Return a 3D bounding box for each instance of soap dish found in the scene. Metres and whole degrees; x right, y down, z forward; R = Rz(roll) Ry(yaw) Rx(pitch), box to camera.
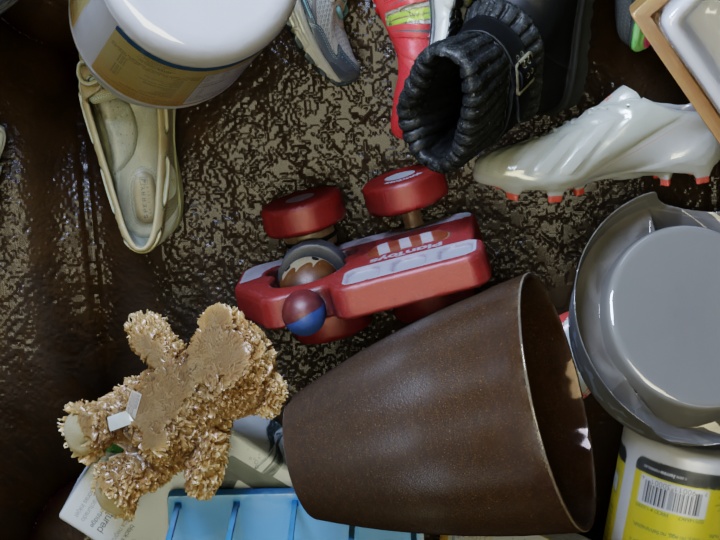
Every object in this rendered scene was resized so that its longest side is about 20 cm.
[{"bbox_3d":[0.302,-0.193,1.417,0.200,0.081,0.158,-42,113,-4],"label":"soap dish"}]

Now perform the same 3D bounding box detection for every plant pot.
[{"bbox_3d":[0.051,0.117,1.422,0.198,0.187,0.189,-14,102,16],"label":"plant pot"}]

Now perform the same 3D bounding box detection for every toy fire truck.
[{"bbox_3d":[0.000,0.000,1.472,0.198,0.168,0.113,-13,102,7],"label":"toy fire truck"}]

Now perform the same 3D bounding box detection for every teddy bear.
[{"bbox_3d":[-0.140,0.105,1.472,0.145,0.067,0.201,44,105,25],"label":"teddy bear"}]

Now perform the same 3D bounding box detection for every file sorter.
[{"bbox_3d":[-0.050,0.251,1.476,0.198,0.123,0.140,-1,105,2],"label":"file sorter"}]

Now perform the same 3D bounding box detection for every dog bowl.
[{"bbox_3d":[0.248,0.041,1.476,0.198,0.059,0.202,4,71,-11],"label":"dog bowl"}]

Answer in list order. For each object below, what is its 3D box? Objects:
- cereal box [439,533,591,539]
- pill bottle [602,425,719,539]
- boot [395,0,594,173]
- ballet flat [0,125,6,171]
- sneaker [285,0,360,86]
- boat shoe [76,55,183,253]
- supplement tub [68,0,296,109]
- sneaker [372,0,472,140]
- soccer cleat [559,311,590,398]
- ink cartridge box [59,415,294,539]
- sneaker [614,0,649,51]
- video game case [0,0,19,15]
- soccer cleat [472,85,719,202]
[{"bbox_3d":[0.141,0.271,1.536,0.199,0.039,0.145,21,109,39],"label":"cereal box"},{"bbox_3d":[0.245,0.222,1.537,0.113,0.114,0.202,9,105,2],"label":"pill bottle"},{"bbox_3d":[0.097,-0.187,1.411,0.079,0.157,0.213,17,120,42],"label":"boot"},{"bbox_3d":[-0.312,-0.119,1.518,0.063,0.076,0.202,-20,105,-8],"label":"ballet flat"},{"bbox_3d":[-0.033,-0.237,1.467,0.086,0.078,0.201,-23,103,3],"label":"sneaker"},{"bbox_3d":[-0.179,-0.116,1.511,0.072,0.063,0.203,-5,103,5],"label":"boat shoe"},{"bbox_3d":[-0.131,-0.197,1.397,0.143,0.200,0.146,2,82,-16],"label":"supplement tub"},{"bbox_3d":[0.041,-0.198,1.483,0.084,0.077,0.202,11,100,21],"label":"sneaker"},{"bbox_3d":[0.125,0.102,1.531,0.199,0.085,0.069,-36,99,11],"label":"soccer cleat"},{"bbox_3d":[-0.117,0.183,1.568,0.199,0.083,0.147,33,104,-5],"label":"ink cartridge box"},{"bbox_3d":[0.189,-0.262,1.456,0.083,0.077,0.202,2,116,41],"label":"sneaker"},{"bbox_3d":[-0.226,-0.240,1.424,0.199,0.181,0.026,-37,97,11],"label":"video game case"},{"bbox_3d":[0.179,-0.100,1.480,0.198,0.069,0.078,-7,107,-10],"label":"soccer cleat"}]
